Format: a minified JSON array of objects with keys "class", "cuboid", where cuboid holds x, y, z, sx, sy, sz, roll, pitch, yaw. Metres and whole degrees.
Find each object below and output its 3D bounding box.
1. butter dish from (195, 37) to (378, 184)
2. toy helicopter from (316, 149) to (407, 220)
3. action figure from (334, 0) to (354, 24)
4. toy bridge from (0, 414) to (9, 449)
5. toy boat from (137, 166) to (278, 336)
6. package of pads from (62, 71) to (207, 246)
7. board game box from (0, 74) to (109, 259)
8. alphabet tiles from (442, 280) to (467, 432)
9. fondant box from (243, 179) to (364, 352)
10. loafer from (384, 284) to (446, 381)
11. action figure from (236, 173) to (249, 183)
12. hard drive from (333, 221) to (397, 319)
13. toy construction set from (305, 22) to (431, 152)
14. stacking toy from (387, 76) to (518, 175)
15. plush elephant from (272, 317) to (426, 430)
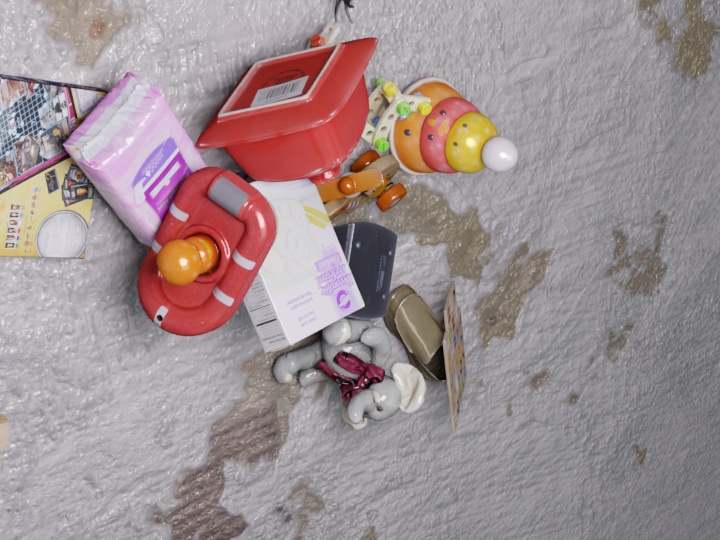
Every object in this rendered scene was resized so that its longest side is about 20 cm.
[{"class":"butter dish","cuboid":[-0.068,-0.172,1.350,0.148,0.199,0.200,65,33,-31]},{"class":"toy helicopter","cuboid":[-0.028,-0.092,1.528,0.200,0.079,0.132,-37,173,-3]},{"class":"action figure","cuboid":[0.007,-0.422,1.430,0.118,0.102,0.200,-3,136,-49]},{"class":"toy bridge","cuboid":[-0.507,0.218,1.288,0.199,0.027,0.068,-8,114,-39]},{"class":"toy boat","cuboid":[-0.190,-0.015,1.274,0.201,0.130,0.131,-60,168,20]},{"class":"package of pads","cuboid":[-0.254,-0.123,1.298,0.121,0.075,0.200,-50,153,-14]},{"class":"board game box","cuboid":[-0.368,-0.115,1.267,0.135,0.035,0.202,2,106,-42]},{"class":"alphabet tiles","cuboid":[0.151,0.128,1.771,0.167,0.007,0.201,-66,152,-60]},{"class":"fondant box","cuboid":[-0.093,-0.018,1.391,0.144,0.058,0.201,-26,95,-45]},{"class":"loafer","cuboid":[0.100,0.101,1.746,0.076,0.067,0.200,-47,133,-18]},{"class":"action figure","cuboid":[-0.159,-0.008,1.434,0.193,0.104,0.201,29,61,-22]},{"class":"hard drive","cuboid":[0.000,0.000,1.571,0.200,0.042,0.136,9,89,-71]},{"class":"toy construction set","cuboid":[-0.007,-0.234,1.496,0.131,0.092,0.200,-44,127,14]},{"class":"stacking toy","cuboid":[0.148,-0.187,1.577,0.145,0.199,0.147,-17,118,-36]},{"class":"plush elephant","cuboid":[-0.001,0.158,1.609,0.164,0.156,0.199,-34,166,32]}]
